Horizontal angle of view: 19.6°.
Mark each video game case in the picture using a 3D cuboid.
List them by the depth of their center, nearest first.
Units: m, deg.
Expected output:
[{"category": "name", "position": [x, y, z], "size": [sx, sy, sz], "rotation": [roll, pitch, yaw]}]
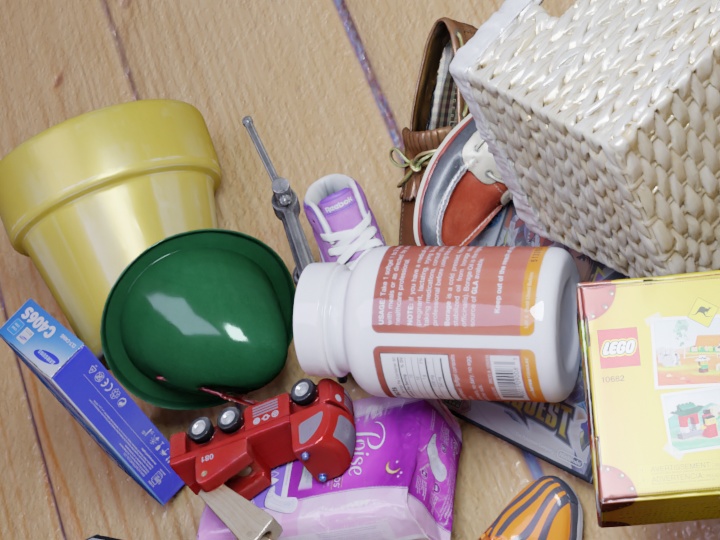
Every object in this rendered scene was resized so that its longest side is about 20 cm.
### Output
[{"category": "video game case", "position": [0.142, 0.044, 1.587], "size": [0.199, 0.025, 0.182], "rotation": [24, 94, 45]}]

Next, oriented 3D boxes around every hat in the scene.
[{"category": "hat", "position": [-0.094, 0.076, 1.688], "size": [0.176, 0.198, 0.167], "rotation": [-131, 48, -57]}]

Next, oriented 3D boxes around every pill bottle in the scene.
[{"category": "pill bottle", "position": [0.057, 0.038, 1.527], "size": [0.198, 0.112, 0.113], "rotation": [1, 77, 18]}]

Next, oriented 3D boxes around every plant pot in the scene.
[{"category": "plant pot", "position": [-0.204, -0.023, 1.838], "size": [0.200, 0.200, 0.191], "rotation": [-29, 75, 34]}]

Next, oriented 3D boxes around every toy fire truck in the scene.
[{"category": "toy fire truck", "position": [-0.094, 0.172, 1.561], "size": [0.198, 0.049, 0.142], "rotation": [-21, 45, 17]}]

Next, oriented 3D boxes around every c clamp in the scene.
[{"category": "c clamp", "position": [-0.043, -0.006, 1.684], "size": [0.027, 0.201, 0.172], "rotation": [-20, 58, -3]}]

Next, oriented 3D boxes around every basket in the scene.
[{"category": "basket", "position": [0.201, -0.116, 1.426], "size": [0.198, 0.200, 0.160], "rotation": [-45, 50, -12]}]

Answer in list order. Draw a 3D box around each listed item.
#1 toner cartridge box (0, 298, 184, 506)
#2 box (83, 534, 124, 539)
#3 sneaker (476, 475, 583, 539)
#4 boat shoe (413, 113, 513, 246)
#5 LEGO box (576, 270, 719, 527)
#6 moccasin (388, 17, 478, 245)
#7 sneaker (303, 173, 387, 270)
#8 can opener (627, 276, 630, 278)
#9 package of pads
[{"category": "toner cartridge box", "position": [-0.226, 0.116, 1.799], "size": [0.043, 0.200, 0.095], "rotation": [-46, 44, -12]}, {"category": "box", "position": [-0.160, 0.311, 1.731], "size": [0.199, 0.050, 0.159], "rotation": [3, 108, 44]}, {"category": "sneaker", "position": [0.080, 0.234, 1.526], "size": [0.078, 0.112, 0.201], "rotation": [41, 106, 43]}, {"category": "boat shoe", "position": [0.112, -0.092, 1.605], "size": [0.062, 0.071, 0.201], "rotation": [22, 72, 42]}, {"category": "LEGO box", "position": [0.246, 0.081, 1.366], "size": [0.198, 0.077, 0.150], "rotation": [-5, 70, 5]}, {"category": "moccasin", "position": [0.062, -0.101, 1.671], "size": [0.073, 0.077, 0.203], "rotation": [11, 85, 45]}, {"category": "sneaker", "position": [-0.001, 0.000, 1.645], "size": [0.072, 0.115, 0.201], "rotation": [-26, 40, -4]}, {"category": "can opener", "position": [0.229, 0.070, 1.454], "size": [0.078, 0.063, 0.202], "rotation": [-32, 67, 33]}, {"category": "package of pads", "position": [-0.025, 0.168, 1.612], "size": [0.198, 0.076, 0.121], "rotation": [-12, 48, 26]}]
